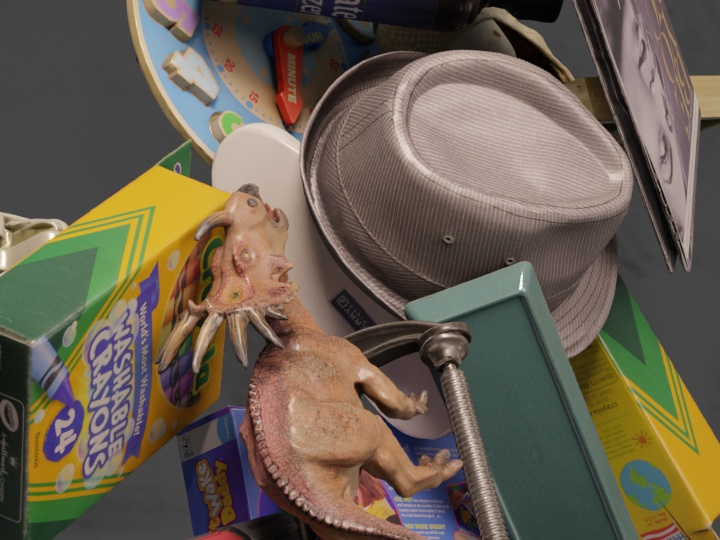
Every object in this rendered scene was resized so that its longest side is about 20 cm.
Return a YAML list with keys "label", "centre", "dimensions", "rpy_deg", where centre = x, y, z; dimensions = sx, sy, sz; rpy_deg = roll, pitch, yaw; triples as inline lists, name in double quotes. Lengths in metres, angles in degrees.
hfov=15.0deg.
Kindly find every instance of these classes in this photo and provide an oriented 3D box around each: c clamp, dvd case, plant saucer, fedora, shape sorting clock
- label: "c clamp"
  centre: [0.038, 0.104, 1.350]
  dimensions: [0.027, 0.171, 0.200]
  rpy_deg: [27, 36, -50]
- label: "dvd case"
  centre: [0.151, -0.119, 1.489]
  dimensions: [0.149, 0.016, 0.200]
  rpy_deg: [-78, 152, -50]
- label: "plant saucer"
  centre: [0.088, 0.087, 1.444]
  dimensions: [0.019, 0.070, 0.200]
  rpy_deg: [-102, 170, -56]
- label: "fedora"
  centre: [0.071, -0.049, 1.439]
  dimensions: [0.200, 0.090, 0.177]
  rpy_deg: [25, 56, -15]
- label: "shape sorting clock"
  centre: [-0.048, -0.127, 1.553]
  dimensions: [0.200, 0.039, 0.200]
  rpy_deg: [23, 55, -38]

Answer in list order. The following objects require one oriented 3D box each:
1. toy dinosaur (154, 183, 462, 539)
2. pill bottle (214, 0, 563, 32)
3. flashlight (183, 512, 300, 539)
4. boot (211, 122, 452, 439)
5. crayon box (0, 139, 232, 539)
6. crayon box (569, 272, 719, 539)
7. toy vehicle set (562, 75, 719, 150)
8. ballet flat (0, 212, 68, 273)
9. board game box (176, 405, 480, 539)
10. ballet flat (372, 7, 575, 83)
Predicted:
- label: "toy dinosaur"
  centre: [-0.031, 0.068, 1.300]
  dimensions: [0.136, 0.086, 0.200]
  rpy_deg: [38, 21, -42]
- label: "pill bottle"
  centre: [0.013, -0.189, 1.485]
  dimensions: [0.200, 0.112, 0.112]
  rpy_deg: [7, 59, -3]
- label: "flashlight"
  centre: [-0.113, 0.171, 1.287]
  dimensions: [0.200, 0.068, 0.068]
  rpy_deg: [-18, 122, -34]
- label: "boot"
  centre: [0.000, 0.000, 1.500]
  dimensions: [0.200, 0.073, 0.090]
  rpy_deg: [55, 25, 1]
- label: "crayon box"
  centre: [-0.121, 0.035, 1.332]
  dimensions: [0.200, 0.052, 0.126]
  rpy_deg: [-41, 145, -49]
- label: "crayon box"
  centre: [0.128, 0.095, 1.560]
  dimensions: [0.051, 0.127, 0.200]
  rpy_deg: [-39, 101, -49]
- label: "toy vehicle set"
  centre: [0.132, -0.085, 1.634]
  dimensions: [0.200, 0.124, 0.027]
  rpy_deg: [-7, 81, -56]
- label: "ballet flat"
  centre: [-0.180, -0.005, 1.332]
  dimensions: [0.200, 0.069, 0.069]
  rpy_deg: [17, 59, -41]
- label: "board game box"
  centre: [0.001, 0.146, 1.460]
  dimensions: [0.200, 0.045, 0.135]
  rpy_deg: [7, 66, -44]
- label: "ballet flat"
  centre: [0.077, -0.128, 1.626]
  dimensions: [0.062, 0.067, 0.200]
  rpy_deg: [43, 15, 25]
